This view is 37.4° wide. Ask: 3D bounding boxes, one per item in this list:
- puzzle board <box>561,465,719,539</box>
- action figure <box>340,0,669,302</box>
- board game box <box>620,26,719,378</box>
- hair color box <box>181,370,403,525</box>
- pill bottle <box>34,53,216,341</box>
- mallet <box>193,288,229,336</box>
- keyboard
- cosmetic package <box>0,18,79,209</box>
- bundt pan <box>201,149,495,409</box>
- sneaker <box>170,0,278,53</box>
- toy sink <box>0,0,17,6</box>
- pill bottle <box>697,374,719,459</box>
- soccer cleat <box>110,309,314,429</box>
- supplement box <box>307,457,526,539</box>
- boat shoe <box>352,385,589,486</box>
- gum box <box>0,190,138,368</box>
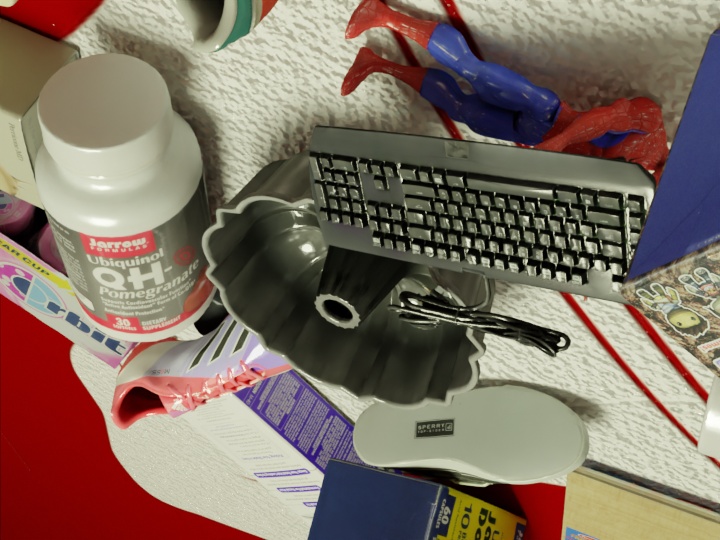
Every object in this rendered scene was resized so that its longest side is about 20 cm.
[{"bbox_3d":[0.261,0.223,0.860,0.198,0.018,0.152,18,147,20],"label":"puzzle board"},{"bbox_3d":[0.075,-0.062,0.540,0.198,0.100,0.066,21,148,9],"label":"action figure"},{"bbox_3d":[0.226,-0.007,0.431,0.199,0.161,0.097,37,147,-14],"label":"board game box"},{"bbox_3d":[-0.067,0.157,0.985,0.109,0.065,0.200,-16,124,48],"label":"hair color box"},{"bbox_3d":[-0.159,-0.047,0.729,0.109,0.111,0.201,21,147,13],"label":"pill bottle"},{"bbox_3d":[-0.042,0.054,0.853,0.198,0.041,0.066,21,145,4],"label":"mallet"},{"bbox_3d":[0.059,-0.008,0.538,0.198,0.021,0.128,12,132,37],"label":"keyboard"},{"bbox_3d":[-0.296,-0.134,0.755,0.198,0.074,0.104,24,148,11],"label":"cosmetic package"},{"bbox_3d":[0.000,0.000,0.696,0.199,0.076,0.203,20,144,15],"label":"bundt pan"},{"bbox_3d":[-0.101,-0.193,0.496,0.070,0.094,0.200,-3,136,40],"label":"sneaker"},{"bbox_3d":[-0.329,-0.207,0.641,0.198,0.113,0.131,21,148,13],"label":"toy sink"},{"bbox_3d":[0.288,0.090,0.562,0.198,0.110,0.110,16,146,22],"label":"pill bottle"},{"bbox_3d":[-0.116,0.079,0.825,0.198,0.077,0.067,-14,132,35],"label":"soccer cleat"},{"bbox_3d":[0.050,0.239,0.900,0.108,0.110,0.200,7,165,31],"label":"supplement box"},{"bbox_3d":[0.090,0.131,0.827,0.198,0.072,0.063,-3,158,36],"label":"boat shoe"},{"bbox_3d":[-0.254,-0.006,0.903,0.199,0.067,0.113,35,149,-9],"label":"gum box"}]
